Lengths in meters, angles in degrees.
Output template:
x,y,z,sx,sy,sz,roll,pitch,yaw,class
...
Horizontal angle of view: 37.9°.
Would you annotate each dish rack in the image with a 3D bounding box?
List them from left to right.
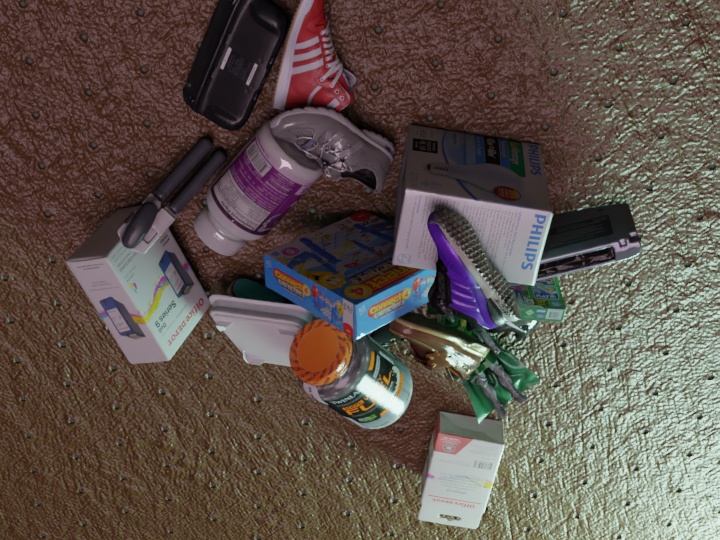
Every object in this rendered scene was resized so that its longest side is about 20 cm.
x,y,z,sx,sy,sz,roll,pitch,yaw,class
-0.135,0.107,1.635,0.199,0.044,0.172,5,147,29,dish rack

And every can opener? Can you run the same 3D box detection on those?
x,y,z,sx,sy,sz,roll,pitch,yaw,class
-0.270,-0.106,1.515,0.053,0.067,0.200,43,81,-20,can opener

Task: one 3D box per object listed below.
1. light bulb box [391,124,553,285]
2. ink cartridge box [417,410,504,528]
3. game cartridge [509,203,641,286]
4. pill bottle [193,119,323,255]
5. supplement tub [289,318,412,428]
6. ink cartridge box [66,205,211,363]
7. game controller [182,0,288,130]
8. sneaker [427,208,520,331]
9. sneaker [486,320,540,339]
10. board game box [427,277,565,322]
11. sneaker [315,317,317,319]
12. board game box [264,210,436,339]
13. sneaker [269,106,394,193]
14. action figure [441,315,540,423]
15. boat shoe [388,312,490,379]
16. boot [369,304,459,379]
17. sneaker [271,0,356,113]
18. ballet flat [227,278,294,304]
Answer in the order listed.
x,y,z,sx,sy,sz,roll,pitch,yaw,class
0.153,-0.094,1.468,0.199,0.198,0.125,8,124,-2,light bulb box
0.170,0.348,1.815,0.116,0.068,0.200,11,120,-2,ink cartridge box
0.302,-0.041,1.527,0.199,0.133,0.042,-14,112,14,game cartridge
-0.154,-0.115,1.528,0.112,0.112,0.200,37,118,-17,pill bottle
-0.015,0.152,1.555,0.122,0.123,0.200,-26,146,18,supplement tub
-0.332,0.021,1.597,0.087,0.145,0.200,-5,123,31,ink cartridge box
-0.176,-0.293,1.458,0.104,0.042,0.200,28,120,-2,game controller
0.125,0.012,1.382,0.099,0.070,0.200,-24,120,24,sneaker
0.193,0.055,1.633,0.200,0.067,0.091,21,118,-11,sneaker
0.195,0.017,1.558,0.199,0.135,0.029,3,130,-5,board game box
-0.059,0.033,1.600,0.200,0.087,0.074,30,100,11,sneaker
0.000,0.000,1.491,0.196,0.200,0.056,27,130,40,board game box
-0.036,-0.168,1.464,0.200,0.082,0.075,16,157,-29,sneaker
0.180,0.133,1.615,0.118,0.055,0.200,-37,104,-1,action figure
0.109,0.111,1.505,0.200,0.072,0.068,24,96,-45,boat shoe
0.076,0.102,1.667,0.150,0.073,0.200,-19,114,14,boot
-0.048,-0.296,1.434,0.112,0.071,0.200,17,129,-2,sneaker
-0.121,0.071,1.678,0.200,0.068,0.067,26,139,-5,ballet flat
